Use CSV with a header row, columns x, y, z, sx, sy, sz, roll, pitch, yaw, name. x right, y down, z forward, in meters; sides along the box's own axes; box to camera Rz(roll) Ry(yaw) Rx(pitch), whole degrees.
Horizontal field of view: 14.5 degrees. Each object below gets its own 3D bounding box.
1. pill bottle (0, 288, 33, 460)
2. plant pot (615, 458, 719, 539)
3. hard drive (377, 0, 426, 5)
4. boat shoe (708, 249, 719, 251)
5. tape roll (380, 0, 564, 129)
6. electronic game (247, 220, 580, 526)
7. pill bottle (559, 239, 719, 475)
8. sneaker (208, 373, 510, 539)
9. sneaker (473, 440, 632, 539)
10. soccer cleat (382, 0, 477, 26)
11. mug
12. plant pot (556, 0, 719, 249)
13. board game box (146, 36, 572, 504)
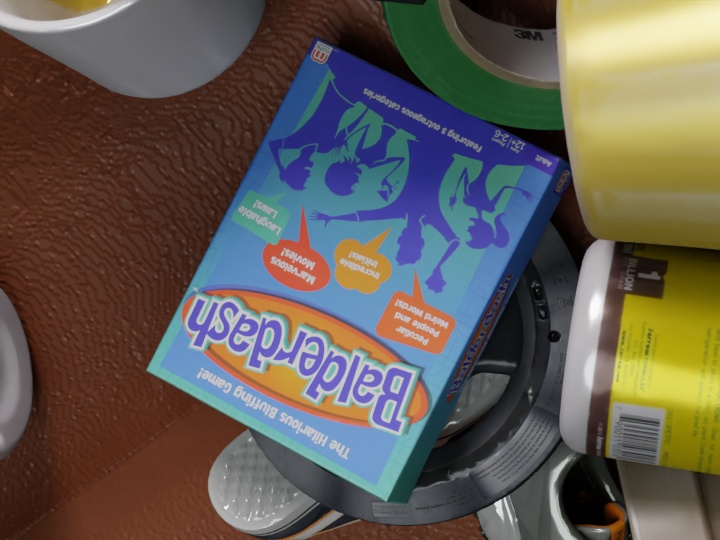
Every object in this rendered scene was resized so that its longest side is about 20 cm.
x,y,z,sx,sy,sz,roll,pitch,yaw,name
-0.302,0.069,1.647,0.200,0.111,0.111,-9,112,22,pill bottle
0.236,0.148,1.478,0.173,0.200,0.200,-15,110,7,plant pot
-0.048,-0.201,1.323,0.200,0.033,0.140,8,76,23,hard drive
0.211,0.001,1.463,0.200,0.074,0.076,22,120,7,boat shoe
0.105,-0.161,1.380,0.200,0.048,0.200,-6,131,-7,tape roll
0.025,0.037,1.519,0.200,0.042,0.200,-2,83,15,electronic game
0.202,0.049,1.386,0.200,0.109,0.109,8,118,7,pill bottle
0.011,0.081,1.574,0.200,0.079,0.078,-31,70,6,sneaker
0.123,0.171,1.565,0.079,0.074,0.200,-2,116,44,sneaker
0.043,-0.184,1.437,0.081,0.068,0.200,-10,111,13,soccer cleat
-0.122,-0.177,1.448,0.149,0.153,0.187,-18,66,13,mug
0.194,-0.089,1.318,0.189,0.201,0.201,-5,113,12,plant pot
0.000,0.000,1.485,0.152,0.045,0.200,27,92,16,board game box
